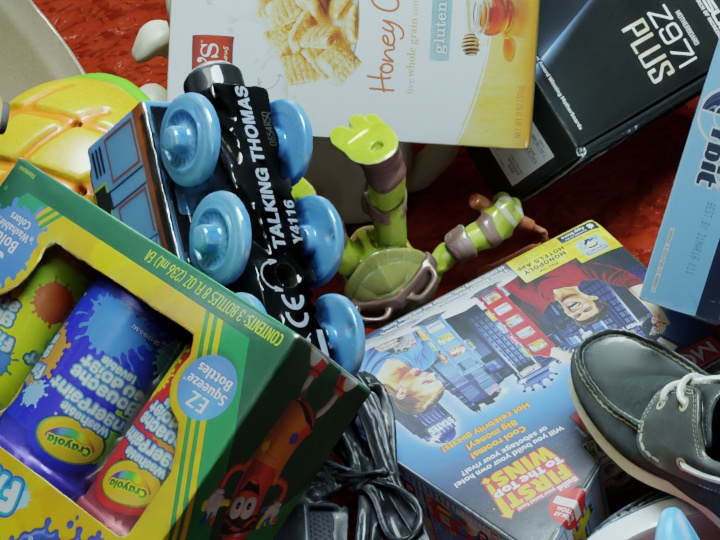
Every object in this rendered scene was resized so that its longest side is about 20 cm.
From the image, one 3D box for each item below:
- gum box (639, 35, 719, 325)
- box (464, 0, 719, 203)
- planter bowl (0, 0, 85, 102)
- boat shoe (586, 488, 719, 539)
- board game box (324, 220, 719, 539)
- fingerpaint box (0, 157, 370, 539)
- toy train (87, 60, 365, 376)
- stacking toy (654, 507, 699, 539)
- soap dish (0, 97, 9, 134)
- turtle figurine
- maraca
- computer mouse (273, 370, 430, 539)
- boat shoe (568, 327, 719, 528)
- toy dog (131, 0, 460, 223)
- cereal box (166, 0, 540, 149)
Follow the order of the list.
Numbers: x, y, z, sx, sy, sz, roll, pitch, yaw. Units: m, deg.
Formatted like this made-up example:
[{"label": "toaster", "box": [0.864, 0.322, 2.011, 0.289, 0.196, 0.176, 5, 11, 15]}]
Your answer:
[{"label": "gum box", "box": [0.192, -0.071, 1.160, 0.044, 0.171, 0.200, 18, 9, 9]}, {"label": "box", "box": [0.106, -0.163, 1.319, 0.163, 0.201, 0.086, -29, -3, -36]}, {"label": "planter bowl", "box": [-0.278, -0.113, 1.448, 0.134, 0.200, 0.201, -39, 36, 15]}, {"label": "boat shoe", "box": [0.184, 0.105, 1.106, 0.199, 0.071, 0.091, -17, 36, -10]}, {"label": "board game box", "box": [0.091, 0.085, 1.162, 0.199, 0.062, 0.200, -26, 40, -12]}, {"label": "fingerpaint box", "box": [-0.123, 0.067, 1.019, 0.199, 0.073, 0.167, 31, 85, 37]}, {"label": "toy train", "box": [-0.067, -0.001, 1.127, 0.086, 0.114, 0.201, 1, 66, -39]}, {"label": "stacking toy", "box": [0.061, 0.172, 1.019, 0.198, 0.110, 0.117, 0, 64, 18]}, {"label": "soap dish", "box": [-0.242, -0.016, 1.168, 0.081, 0.200, 0.159, 9, 78, -19]}, {"label": "turtle figurine", "box": [0.000, 0.000, 1.229, 0.199, 0.162, 0.065, -23, 48, 7]}, {"label": "maraca", "box": [-0.156, -0.016, 1.226, 0.136, 0.107, 0.201, -21, 60, 22]}, {"label": "computer mouse", "box": [-0.057, 0.148, 1.131, 0.199, 0.053, 0.139, -25, 53, 8]}, {"label": "boat shoe", "box": [0.166, 0.073, 1.038, 0.071, 0.068, 0.200, -24, 38, -21]}, {"label": "toy dog", "box": [-0.048, -0.109, 1.332, 0.192, 0.201, 0.140, -1, 41, 19]}, {"label": "cereal box", "box": [-0.003, -0.142, 1.221, 0.198, 0.145, 0.040, 3, 6, 2]}]
